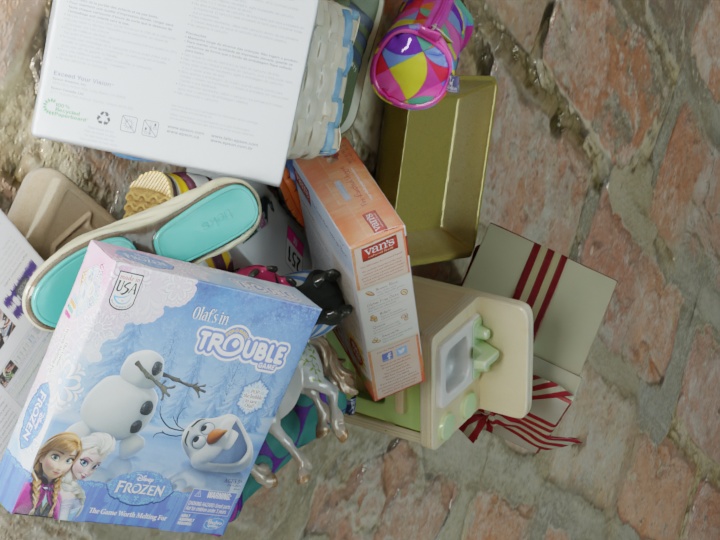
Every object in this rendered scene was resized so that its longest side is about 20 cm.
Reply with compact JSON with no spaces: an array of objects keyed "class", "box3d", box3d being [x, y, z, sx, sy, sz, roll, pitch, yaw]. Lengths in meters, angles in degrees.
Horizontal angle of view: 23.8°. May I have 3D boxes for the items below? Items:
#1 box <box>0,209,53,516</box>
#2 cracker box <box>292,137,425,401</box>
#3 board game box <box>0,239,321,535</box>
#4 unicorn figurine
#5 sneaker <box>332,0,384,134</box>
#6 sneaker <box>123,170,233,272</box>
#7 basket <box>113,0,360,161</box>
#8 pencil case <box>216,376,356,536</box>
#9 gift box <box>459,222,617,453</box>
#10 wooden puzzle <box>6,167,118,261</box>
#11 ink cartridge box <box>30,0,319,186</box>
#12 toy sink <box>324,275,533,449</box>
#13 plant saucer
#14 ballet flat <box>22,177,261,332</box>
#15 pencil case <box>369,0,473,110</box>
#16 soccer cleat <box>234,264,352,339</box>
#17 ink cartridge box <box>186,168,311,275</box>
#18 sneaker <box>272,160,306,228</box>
[{"class":"box","box3d":[-0.261,0.064,1.231,0.145,0.036,0.200,-59,138,-26]},{"class":"cracker box","box3d":[0.000,0.000,1.534,0.057,0.134,0.201,-21,137,-11]},{"class":"board game box","box3d":[-0.147,0.093,1.258,0.199,0.043,0.200,14,104,-44]},{"class":"unicorn figurine","box3d":[-0.073,0.116,1.482,0.138,0.073,0.200,66,25,-21]},{"class":"sneaker","box3d":[-0.029,-0.217,1.563,0.090,0.067,0.202,-23,124,-63]},{"class":"sneaker","box3d":[-0.141,0.023,1.355,0.090,0.075,0.202,3,96,-48]},{"class":"basket","box3d":[-0.108,-0.165,1.385,0.199,0.139,0.178,9,95,-43]},{"class":"pencil case","box3d":[-0.091,0.155,1.591,0.200,0.085,0.093,-38,132,-48]},{"class":"gift box","box3d":[0.178,0.088,1.879,0.185,0.199,0.188,97,19,-63]},{"class":"wooden puzzle","box3d":[-0.236,0.041,1.334,0.200,0.046,0.187,43,64,-53]},{"class":"ink cartridge box","box3d":[-0.136,-0.181,1.292,0.041,0.198,0.202,-148,-110,-75]},{"class":"toy sink","box3d":[0.061,0.092,1.718,0.112,0.199,0.131,-37,133,-50]},{"class":"plant saucer","box3d":[0.070,-0.110,1.809,0.199,0.048,0.202,-9,109,-60]},{"class":"ballet flat","box3d":[-0.165,-0.012,1.261,0.199,0.069,0.070,-25,127,-24]},{"class":"pencil case","box3d":[0.062,-0.217,1.648,0.200,0.088,0.089,-72,164,-68]},{"class":"soccer cleat","box3d":[-0.077,0.039,1.412,0.200,0.086,0.070,0,67,-67]},{"class":"ink cartridge box","box3d":[-0.099,0.010,1.501,0.200,0.043,0.175,53,31,-54]},{"class":"sneaker","box3d":[-0.018,-0.058,1.616,0.078,0.076,0.200,-34,147,5]}]
